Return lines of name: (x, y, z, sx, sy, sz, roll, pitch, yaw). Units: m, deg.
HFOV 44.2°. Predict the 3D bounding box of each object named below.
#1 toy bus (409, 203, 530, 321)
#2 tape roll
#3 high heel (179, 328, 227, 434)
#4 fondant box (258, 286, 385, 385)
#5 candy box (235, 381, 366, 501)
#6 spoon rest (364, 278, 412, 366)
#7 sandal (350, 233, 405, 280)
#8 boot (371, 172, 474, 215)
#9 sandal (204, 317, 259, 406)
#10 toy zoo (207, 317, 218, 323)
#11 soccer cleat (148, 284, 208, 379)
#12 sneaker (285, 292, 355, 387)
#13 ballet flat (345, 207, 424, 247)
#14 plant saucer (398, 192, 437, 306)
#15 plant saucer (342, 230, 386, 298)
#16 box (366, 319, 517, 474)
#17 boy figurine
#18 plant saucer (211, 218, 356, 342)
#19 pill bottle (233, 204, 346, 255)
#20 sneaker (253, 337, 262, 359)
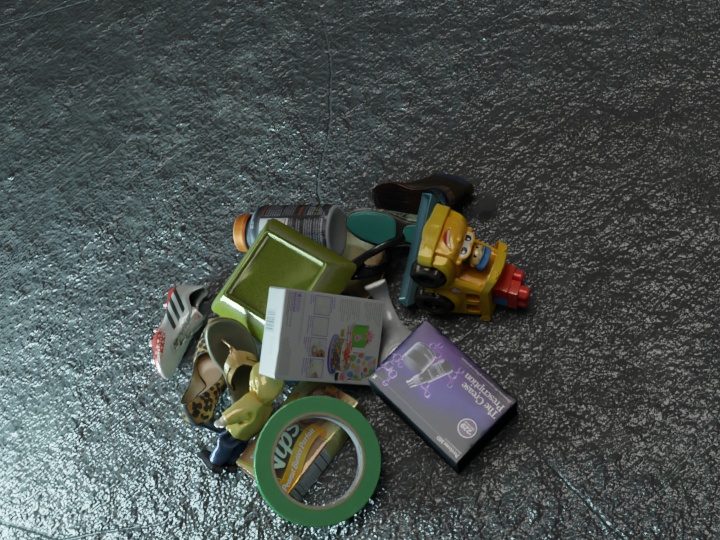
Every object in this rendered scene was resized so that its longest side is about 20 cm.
toy bus: (0.191, -0.001, 1.482, 0.191, 0.200, 0.136, 15, 64, 18)
tape roll: (-0.068, 0.300, 1.399, 0.200, 0.048, 0.201, 2, 74, -8)
high heel: (-0.274, 0.175, 1.532, 0.071, 0.143, 0.201, -14, 66, 11)
fondant box: (-0.061, 0.110, 1.465, 0.058, 0.199, 0.145, 4, 86, 57)
candy box: (-0.098, 0.279, 1.477, 0.115, 0.055, 0.200, 28, 71, 32)
spoon rest: (0.061, 0.116, 1.540, 0.099, 0.061, 0.201, -20, 67, 6)
sandal: (-0.001, 0.000, 1.586, 0.200, 0.075, 0.048, -32, 91, 2)
boot: (0.119, -0.142, 1.690, 0.200, 0.075, 0.097, 10, 25, 43)
sandal: (-0.204, 0.173, 1.510, 0.080, 0.201, 0.054, -19, 12, -16)
toy zoo: (-0.192, 0.136, 1.628, 0.199, 0.020, 0.132, -8, 56, 14)
soccer cleat: (-0.338, 0.110, 1.669, 0.085, 0.069, 0.201, -9, 51, 19)
sneaker: (-0.075, 0.123, 1.556, 0.200, 0.082, 0.074, -46, 52, -12)
ballet flat: (0.073, -0.077, 1.635, 0.199, 0.074, 0.074, 13, 61, 6)
plant saucer: (0.102, -0.036, 1.563, 0.019, 0.070, 0.201, 12, 94, -10)
plant saucer: (-0.044, 0.005, 1.654, 0.199, 0.035, 0.201, -9, 55, 13)
box: (0.130, 0.199, 1.415, 0.141, 0.079, 0.200, -45, 67, -10)
boy figurine: (-0.194, 0.243, 1.472, 0.064, 0.124, 0.200, 34, 100, 29)
plant saucer: (-0.141, 0.023, 1.530, 0.199, 0.048, 0.200, 29, 81, 23)
pill bottle: (-0.134, -0.070, 1.648, 0.199, 0.106, 0.107, 1, 58, 20)
sneaker: (-0.155, 0.102, 1.578, 0.088, 0.075, 0.201, 20, 71, 17)
